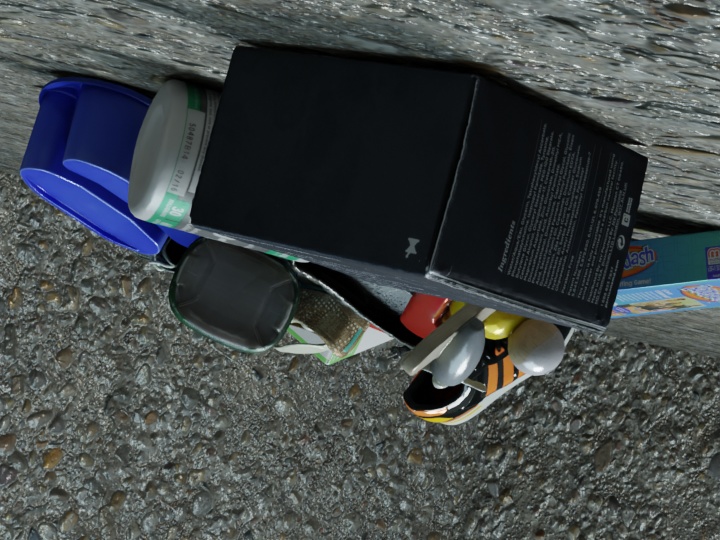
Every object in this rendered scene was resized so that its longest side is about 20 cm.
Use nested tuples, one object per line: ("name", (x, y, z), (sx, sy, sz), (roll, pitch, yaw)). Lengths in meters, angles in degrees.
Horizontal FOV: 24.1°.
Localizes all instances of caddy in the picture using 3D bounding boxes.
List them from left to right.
("caddy", (-0.203, -0.099, 1.503), (0.141, 0.105, 0.200), (-7, 148, 43))

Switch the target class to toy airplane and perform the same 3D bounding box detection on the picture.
("toy airplane", (0.121, 0.013, 1.298), (0.200, 0.141, 0.199), (-30, -175, 6))

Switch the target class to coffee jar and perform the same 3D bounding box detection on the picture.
("coffee jar", (-0.105, 0.022, 1.448), (0.104, 0.085, 0.200), (25, 178, -1))

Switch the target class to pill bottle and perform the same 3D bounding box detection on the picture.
("pill bottle", (-0.073, -0.071, 1.334), (0.200, 0.113, 0.113), (15, 177, -19))

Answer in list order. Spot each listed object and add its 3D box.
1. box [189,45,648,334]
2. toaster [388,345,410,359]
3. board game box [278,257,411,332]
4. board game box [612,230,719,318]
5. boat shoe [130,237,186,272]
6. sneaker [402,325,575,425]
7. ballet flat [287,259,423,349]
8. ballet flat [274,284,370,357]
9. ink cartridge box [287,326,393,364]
("box", (0.038, -0.050, 1.059), (0.200, 0.124, 0.196), (13, 179, 40))
("toaster", (0.119, 0.024, 1.748), (0.200, 0.114, 0.129), (-31, -179, -14))
("board game box", (0.000, 0.000, 1.564), (0.196, 0.056, 0.200), (22, 167, -1))
("board game box", (0.242, 0.008, 1.486), (0.200, 0.045, 0.152), (-7, 169, 23))
("boat shoe", (-0.180, -0.032, 1.640), (0.062, 0.073, 0.200), (-37, -158, -34))
("sneaker", (0.125, 0.078, 1.615), (0.070, 0.200, 0.090), (54, -160, 21))
("ballet flat", (0.017, 0.028, 1.436), (0.200, 0.066, 0.057), (32, -145, -14))
("ballet flat", (-0.081, 0.040, 1.584), (0.200, 0.065, 0.070), (12, 164, 39))
("ink cartridge box", (-0.010, 0.010, 1.878), (0.145, 0.084, 0.200), (39, -147, 26))
